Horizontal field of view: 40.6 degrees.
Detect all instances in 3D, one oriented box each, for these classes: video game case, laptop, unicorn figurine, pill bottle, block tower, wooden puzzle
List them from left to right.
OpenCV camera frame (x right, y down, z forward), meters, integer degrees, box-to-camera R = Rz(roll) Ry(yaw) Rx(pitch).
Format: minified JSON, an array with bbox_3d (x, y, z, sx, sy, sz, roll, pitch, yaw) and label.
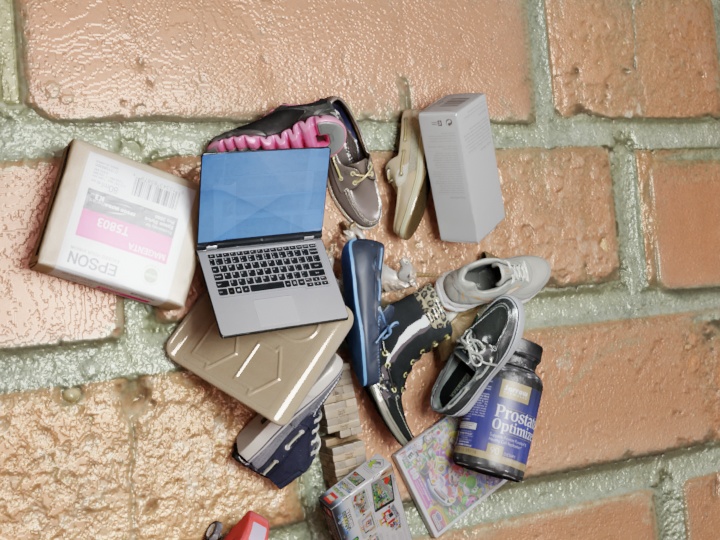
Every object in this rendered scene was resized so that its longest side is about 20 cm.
[{"bbox_3d":[-0.134,0.090,1.321,0.198,0.047,0.187,29,68,15],"label":"wooden puzzle"},{"bbox_3d":[-0.108,-0.039,1.258,0.184,0.116,0.203,-7,63,-28],"label":"laptop"},{"bbox_3d":[-0.031,0.235,1.390,0.053,0.058,0.205,-10,93,-26],"label":"block tower"},{"bbox_3d":[0.000,0.000,1.422,0.198,0.074,0.139,-35,110,-10],"label":"unicorn figurine"},{"bbox_3d":[0.155,0.292,1.499,0.198,0.018,0.145,-31,99,-25],"label":"video game case"},{"bbox_3d":[0.212,0.204,1.463,0.110,0.111,0.204,20,77,-23],"label":"pill bottle"}]

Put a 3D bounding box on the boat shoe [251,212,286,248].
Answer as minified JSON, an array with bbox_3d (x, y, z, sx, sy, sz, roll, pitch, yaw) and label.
[{"bbox_3d":[-0.132,-0.076,1.345,0.072,0.068,0.200,39,65,11],"label":"boat shoe"}]

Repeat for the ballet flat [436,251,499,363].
[{"bbox_3d":[0.159,0.048,1.496,0.072,0.068,0.201,42,67,-9],"label":"ballet flat"}]

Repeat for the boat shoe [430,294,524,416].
[{"bbox_3d":[0.164,0.121,1.408,0.201,0.074,0.068,-55,146,12],"label":"boat shoe"}]

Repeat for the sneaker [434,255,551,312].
[{"bbox_3d":[0.212,0.013,1.445,0.197,0.092,0.077,-13,78,-26],"label":"sneaker"}]

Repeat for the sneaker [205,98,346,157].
[{"bbox_3d":[-0.119,-0.191,1.358,0.196,0.080,0.097,-12,48,1],"label":"sneaker"}]

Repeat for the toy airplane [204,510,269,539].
[{"bbox_3d":[-0.186,0.432,1.248,0.197,0.140,0.204,-13,92,-27],"label":"toy airplane"}]

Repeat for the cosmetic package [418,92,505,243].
[{"bbox_3d":[0.153,-0.153,1.458,0.101,0.073,0.204,-36,123,-47],"label":"cosmetic package"}]

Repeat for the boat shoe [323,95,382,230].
[{"bbox_3d":[-0.014,-0.156,1.425,0.071,0.059,0.204,-24,97,-26],"label":"boat shoe"}]

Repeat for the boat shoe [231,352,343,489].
[{"bbox_3d":[-0.079,0.208,1.339,0.200,0.075,0.093,-43,112,6],"label":"boat shoe"}]

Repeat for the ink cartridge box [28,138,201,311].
[{"bbox_3d":[-0.306,-0.055,1.263,0.197,0.075,0.168,18,77,-25],"label":"ink cartridge box"}]

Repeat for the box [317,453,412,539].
[{"bbox_3d":[0.015,0.368,1.370,0.109,0.035,0.203,-31,124,-26],"label":"box"}]

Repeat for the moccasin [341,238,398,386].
[{"bbox_3d":[0.018,0.056,1.345,0.067,0.080,0.205,-4,91,-18],"label":"moccasin"}]

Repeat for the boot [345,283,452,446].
[{"bbox_3d":[0.074,0.135,1.419,0.151,0.073,0.207,-25,94,-7],"label":"boot"}]

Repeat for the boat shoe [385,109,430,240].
[{"bbox_3d":[0.071,-0.146,1.470,0.064,0.072,0.204,9,80,15],"label":"boat shoe"}]
